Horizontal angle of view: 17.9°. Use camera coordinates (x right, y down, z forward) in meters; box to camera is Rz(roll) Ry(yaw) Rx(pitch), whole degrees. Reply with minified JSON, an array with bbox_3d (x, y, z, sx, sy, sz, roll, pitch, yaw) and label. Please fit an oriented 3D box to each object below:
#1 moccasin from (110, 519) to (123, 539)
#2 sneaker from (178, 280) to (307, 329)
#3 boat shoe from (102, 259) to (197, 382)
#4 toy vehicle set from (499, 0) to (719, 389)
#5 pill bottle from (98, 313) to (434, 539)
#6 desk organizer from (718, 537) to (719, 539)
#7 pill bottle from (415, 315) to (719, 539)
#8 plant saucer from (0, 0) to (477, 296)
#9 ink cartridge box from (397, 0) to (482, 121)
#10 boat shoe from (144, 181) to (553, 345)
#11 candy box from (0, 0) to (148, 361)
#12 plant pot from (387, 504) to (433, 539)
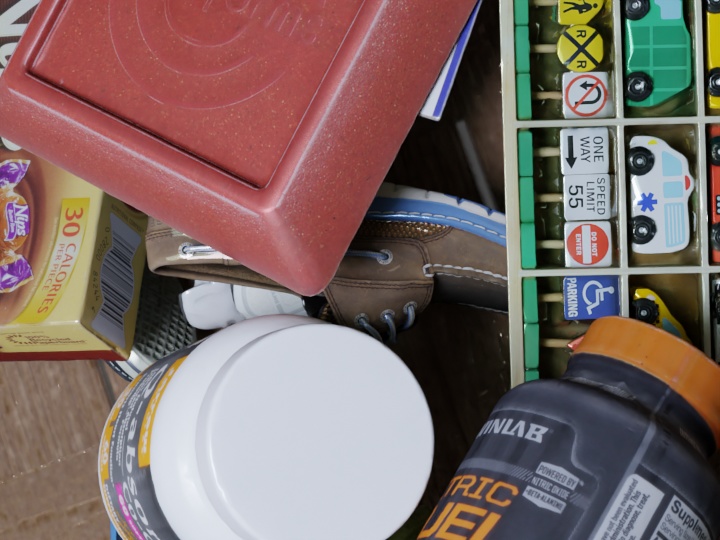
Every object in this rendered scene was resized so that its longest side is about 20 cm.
[{"bbox_3d":[-0.082,0.157,1.108,0.068,0.080,0.200,-25,67,35],"label":"moccasin"},{"bbox_3d":[-0.040,-0.071,1.091,0.081,0.075,0.200,3,92,5],"label":"sneaker"},{"bbox_3d":[-0.155,-0.002,1.162,0.200,0.075,0.062,43,118,27],"label":"boat shoe"},{"bbox_3d":[0.123,-0.032,0.980,0.124,0.027,0.200,-2,96,4],"label":"toy vehicle set"},{"bbox_3d":[-0.043,0.080,0.994,0.200,0.116,0.117,153,100,-72],"label":"pill bottle"},{"bbox_3d":[0.226,0.171,0.945,0.200,0.077,0.072,14,138,14],"label":"desk organizer"},{"bbox_3d":[0.077,0.117,0.912,0.106,0.106,0.200,22,69,27],"label":"pill bottle"},{"bbox_3d":[-0.056,-0.118,0.991,0.199,0.037,0.200,27,88,28],"label":"plant saucer"},{"bbox_3d":[-0.030,-0.127,1.020,0.200,0.037,0.095,16,83,30],"label":"ink cartridge box"},{"bbox_3d":[0.000,0.000,1.027,0.200,0.072,0.072,15,74,1],"label":"boat shoe"},{"bbox_3d":[-0.158,-0.056,1.108,0.117,0.056,0.200,-2,69,23],"label":"candy box"},{"bbox_3d":[0.045,0.238,1.015,0.184,0.200,0.201,34,113,11],"label":"plant pot"}]
